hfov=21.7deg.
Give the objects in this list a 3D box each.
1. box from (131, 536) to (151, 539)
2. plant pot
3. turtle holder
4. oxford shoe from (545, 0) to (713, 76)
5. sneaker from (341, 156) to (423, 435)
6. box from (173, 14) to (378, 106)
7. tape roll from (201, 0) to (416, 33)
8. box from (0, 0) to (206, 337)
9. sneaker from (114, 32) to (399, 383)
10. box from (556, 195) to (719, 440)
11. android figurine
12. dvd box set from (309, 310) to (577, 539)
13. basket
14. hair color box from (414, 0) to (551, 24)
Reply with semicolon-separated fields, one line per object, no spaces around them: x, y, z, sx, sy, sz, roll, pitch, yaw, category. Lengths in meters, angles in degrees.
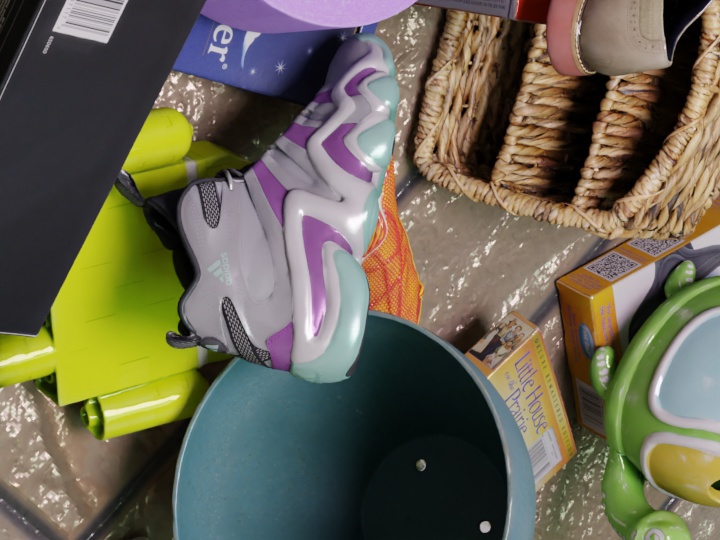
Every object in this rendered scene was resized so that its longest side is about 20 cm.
-0.144;0.277;1.074;0.128;0.109;0.200;-19;119;-29;box
0.016;0.131;1.036;0.200;0.200;0.135;-63;151;2;plant pot
0.226;0.094;1.212;0.185;0.132;0.141;-31;126;-23;turtle holder
0.171;-0.174;0.991;0.200;0.075;0.070;-61;144;-25;oxford shoe
0.000;0.000;1.106;0.077;0.073;0.200;-30;132;-42;sneaker
-0.057;-0.159;1.011;0.200;0.032;0.121;11;101;-40;box
-0.031;-0.222;0.948;0.200;0.066;0.201;-2;94;-38;tape roll
-0.161;-0.092;0.850;0.079;0.141;0.200;8;124;-40;box
-0.057;-0.046;0.978;0.140;0.078;0.200;10;62;-3;sneaker
0.229;0.021;1.294;0.200;0.041;0.119;-27;122;-23;box
-0.118;0.001;1.024;0.200;0.041;0.182;-13;115;-30;android figurine
0.050;0.136;1.194;0.200;0.029;0.146;-42;142;-16;dvd box set
0.143;-0.123;1.102;0.149;0.143;0.200;8;103;-39;basket
0.084;-0.238;1.019;0.064;0.111;0.200;2;100;-36;hair color box
